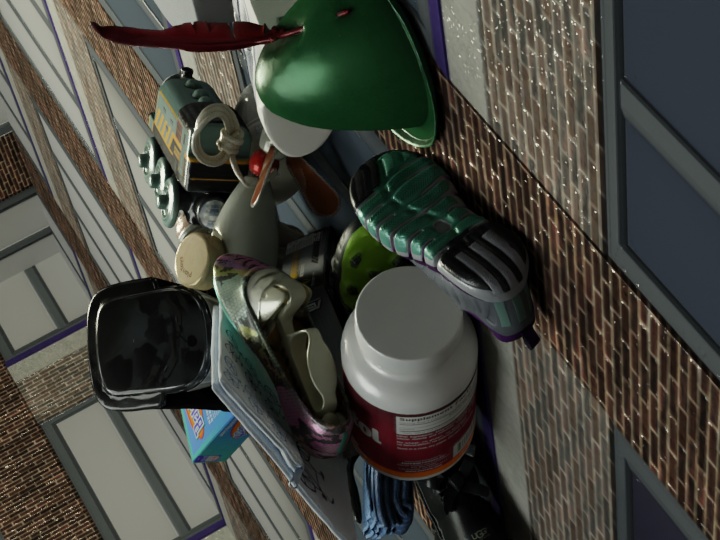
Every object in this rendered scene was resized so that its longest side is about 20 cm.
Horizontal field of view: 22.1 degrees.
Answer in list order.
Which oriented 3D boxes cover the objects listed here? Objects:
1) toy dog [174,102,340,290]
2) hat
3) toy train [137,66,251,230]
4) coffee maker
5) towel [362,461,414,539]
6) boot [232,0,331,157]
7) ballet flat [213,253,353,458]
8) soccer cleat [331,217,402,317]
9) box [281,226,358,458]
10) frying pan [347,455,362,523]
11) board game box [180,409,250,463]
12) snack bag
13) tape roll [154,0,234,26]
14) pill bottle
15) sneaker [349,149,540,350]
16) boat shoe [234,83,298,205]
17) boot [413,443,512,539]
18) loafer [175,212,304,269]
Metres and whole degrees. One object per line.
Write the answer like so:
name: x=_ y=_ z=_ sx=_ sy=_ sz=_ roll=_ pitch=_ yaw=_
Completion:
toy dog: x=-0.081 y=-0.046 z=1.600 sx=0.096 sy=0.131 sz=0.202 roll=34 pitch=124 yaw=39
hat: x=-0.063 y=-0.130 z=1.342 sx=0.200 sy=0.175 sz=0.167 roll=34 pitch=149 yaw=64
toy train: x=-0.152 y=-0.113 z=1.711 sx=0.200 sy=0.084 sz=0.115 roll=-123 pitch=41 yaw=-60
coffee maker: x=-0.167 y=0.083 z=1.732 sx=0.199 sy=0.191 sz=0.136 roll=10 pitch=-130 yaw=-60
towel: x=0.026 y=0.208 z=1.842 sx=0.200 sy=0.048 sz=0.113 roll=92 pitch=179 yaw=-78
boot: x=-0.067 y=-0.196 z=1.497 sx=0.091 sy=0.072 sz=0.201 roll=-122 pitch=20 yaw=-48
ballet flat: x=-0.056 y=0.057 z=1.511 sx=0.201 sy=0.069 sz=0.071 roll=62 pitch=145 yaw=20
soccer cleat: x=0.000 y=0.000 z=1.611 sx=0.081 sy=0.067 sz=0.201 roll=57 pitch=169 yaw=27
box: x=-0.023 y=0.062 z=1.714 sx=0.200 sy=0.048 sz=0.160 roll=-88 pitch=-24 yaw=-73
frying pan: x=-0.022 y=0.145 z=1.792 sx=0.190 sy=0.031 sz=0.116 roll=-102 pitch=-14 yaw=-61
board game box: x=-0.135 y=0.089 z=1.917 sx=0.200 sy=0.045 sz=0.153 roll=-47 pitch=51 yaw=49
snack bag: x=-0.061 y=0.131 z=1.555 sx=0.201 sy=0.021 sz=0.189 roll=52 pitch=-173 yaw=-17
tape roll: x=-0.163 y=-0.307 z=1.627 sx=0.201 sy=0.066 sz=0.201 roll=57 pitch=167 yaw=21
pill bottle: x=0.040 y=0.083 z=1.511 sx=0.113 sy=0.112 sz=0.201 roll=55 pitch=165 yaw=27
sneaker: x=0.059 y=-0.012 z=1.349 sx=0.200 sy=0.074 sz=0.088 roll=46 pitch=164 yaw=48
boat shoe: x=-0.099 y=-0.116 z=1.763 sx=0.200 sy=0.071 sz=0.069 roll=91 pitch=165 yaw=-71
boot: x=0.078 y=0.204 z=1.703 sx=0.164 sy=0.073 sz=0.198 roll=64 pitch=169 yaw=5
loafer: x=-0.113 y=-0.029 z=1.814 sx=0.199 sy=0.072 sz=0.063 roll=21 pitch=-145 yaw=-48
